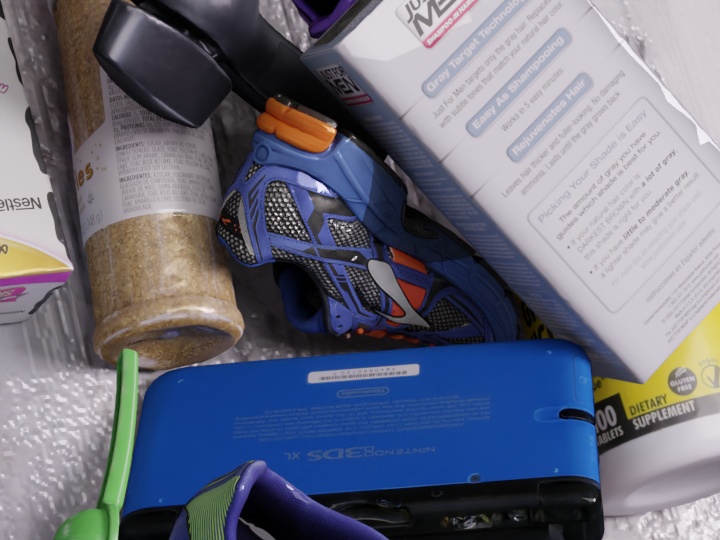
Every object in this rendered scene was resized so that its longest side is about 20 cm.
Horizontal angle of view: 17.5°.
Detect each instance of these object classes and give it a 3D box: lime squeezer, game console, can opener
[{"bbox_3d":[-0.117,0.104,0.832,0.070,0.038,0.200,26,43,20],"label":"lime squeezer"},{"bbox_3d":[0.006,0.128,0.994,0.199,0.119,0.171,-4,33,5],"label":"game console"},{"bbox_3d":[-0.052,-0.094,1.043,0.063,0.079,0.200,39,5,34],"label":"can opener"}]

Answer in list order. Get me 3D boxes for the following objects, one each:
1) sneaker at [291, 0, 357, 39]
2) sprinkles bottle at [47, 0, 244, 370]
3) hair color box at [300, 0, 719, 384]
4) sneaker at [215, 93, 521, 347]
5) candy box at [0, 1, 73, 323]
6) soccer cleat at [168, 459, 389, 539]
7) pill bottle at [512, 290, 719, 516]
[{"bbox_3d":[0.012,-0.118,1.069,0.200,0.081,0.084,35,44,-13],"label":"sneaker"},{"bbox_3d":[-0.099,-0.059,1.055,0.068,0.068,0.201,2,66,-29],"label":"sprinkles bottle"},{"bbox_3d":[0.080,-0.056,1.017,0.099,0.061,0.200,-46,103,-11],"label":"hair color box"},{"bbox_3d":[0.000,0.000,1.061,0.079,0.075,0.200,-51,131,-4],"label":"sneaker"},{"bbox_3d":[-0.216,-0.073,0.999,0.136,0.061,0.201,-7,71,-33],"label":"candy box"},{"bbox_3d":[0.012,0.150,0.899,0.200,0.084,0.065,38,41,2],"label":"soccer cleat"},{"bbox_3d":[0.130,0.008,1.127,0.112,0.112,0.201,-5,69,-32],"label":"pill bottle"}]
